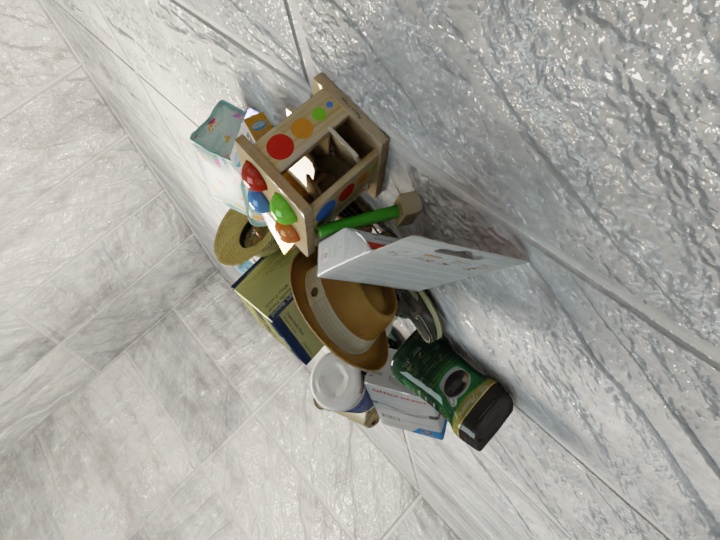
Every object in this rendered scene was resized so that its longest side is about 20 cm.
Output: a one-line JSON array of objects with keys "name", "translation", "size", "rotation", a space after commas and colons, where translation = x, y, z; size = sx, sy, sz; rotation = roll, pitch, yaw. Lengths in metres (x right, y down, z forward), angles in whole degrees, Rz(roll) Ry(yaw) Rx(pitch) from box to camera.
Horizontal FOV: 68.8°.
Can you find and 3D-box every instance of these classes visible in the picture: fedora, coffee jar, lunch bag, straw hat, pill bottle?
[{"name": "fedora", "translation": [-0.007, 0.032, 0.716], "size": [0.199, 0.081, 0.203], "rotation": [39, -153, -24]}, {"name": "coffee jar", "translation": [0.147, 0.188, 0.854], "size": [0.199, 0.104, 0.086], "rotation": [39, 166, 35]}, {"name": "lunch bag", "translation": [-0.186, -0.173, 0.941], "size": [0.196, 0.124, 0.172], "rotation": [29, 156, 10]}, {"name": "straw hat", "translation": [-0.201, -0.077, 1.083], "size": [0.199, 0.203, 0.085], "rotation": [32, 173, 44]}, {"name": "pill bottle", "translation": [-0.017, 0.239, 1.102], "size": [0.110, 0.112, 0.199], "rotation": [40, -179, 27]}]

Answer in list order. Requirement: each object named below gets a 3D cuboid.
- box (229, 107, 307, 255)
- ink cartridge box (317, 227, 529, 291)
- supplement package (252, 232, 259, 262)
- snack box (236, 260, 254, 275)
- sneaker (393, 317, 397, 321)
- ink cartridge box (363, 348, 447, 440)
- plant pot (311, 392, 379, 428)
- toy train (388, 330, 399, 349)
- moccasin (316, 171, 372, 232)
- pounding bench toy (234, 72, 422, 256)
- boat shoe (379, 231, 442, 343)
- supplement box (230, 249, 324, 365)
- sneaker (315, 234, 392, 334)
[{"name": "box", "translation": [-0.134, -0.134, 0.785], "size": [0.204, 0.041, 0.119], "rotation": [58, 152, 0]}, {"name": "ink cartridge box", "translation": [0.061, -0.022, 0.589], "size": [0.158, 0.059, 0.198], "rotation": [9, 161, -29]}, {"name": "supplement package", "translation": [-0.193, -0.045, 1.239], "size": [0.109, 0.113, 0.203], "rotation": [33, 159, 42]}, {"name": "snack box", "translation": [-0.212, 0.066, 1.275], "size": [0.202, 0.037, 0.115], "rotation": [55, 165, -31]}, {"name": "sneaker", "translation": [0.000, 0.000, 0.917], "size": [0.200, 0.067, 0.090], "rotation": [44, 159, 10]}, {"name": "ink cartridge box", "translation": [0.100, 0.248, 1.057], "size": [0.140, 0.086, 0.203], "rotation": [9, 146, 21]}, {"name": "plant pot", "translation": [-0.014, 0.357, 1.547], "size": [0.180, 0.202, 0.203], "rotation": [24, 153, 31]}, {"name": "toy train", "translation": [0.019, 0.148, 1.167], "size": [0.198, 0.086, 0.114], "rotation": [35, 172, 34]}, {"name": "moccasin", "translation": [-0.058, -0.121, 0.792], "size": [0.203, 0.073, 0.078], "rotation": [51, 151, 12]}, {"name": "pounding bench toy", "translation": [-0.039, -0.095, 0.644], "size": [0.200, 0.155, 0.125], "rotation": [45, 163, 13]}, {"name": "boat shoe", "translation": [0.063, 0.039, 0.817], "size": [0.071, 0.065, 0.204], "rotation": [26, 148, 60]}, {"name": "supplement box", "translation": [-0.125, 0.042, 1.085], "size": [0.198, 0.200, 0.136], "rotation": [25, 155, 49]}, {"name": "sneaker", "translation": [-0.028, 0.027, 0.850], "size": [0.204, 0.076, 0.081], "rotation": [59, 149, -5]}]
